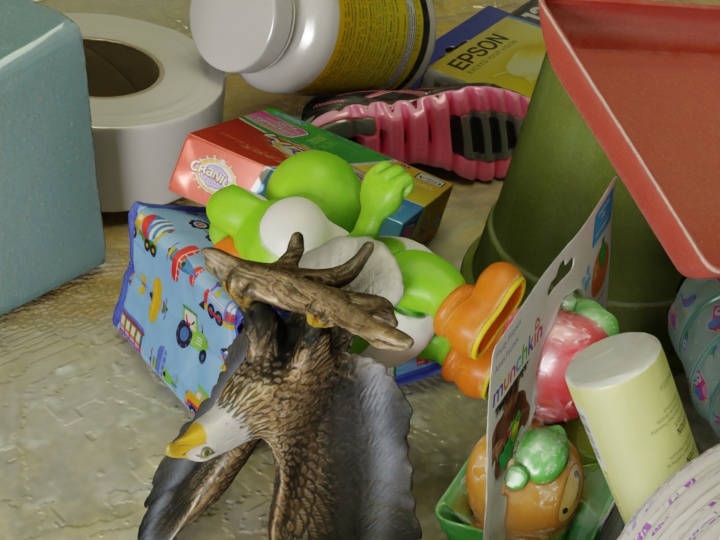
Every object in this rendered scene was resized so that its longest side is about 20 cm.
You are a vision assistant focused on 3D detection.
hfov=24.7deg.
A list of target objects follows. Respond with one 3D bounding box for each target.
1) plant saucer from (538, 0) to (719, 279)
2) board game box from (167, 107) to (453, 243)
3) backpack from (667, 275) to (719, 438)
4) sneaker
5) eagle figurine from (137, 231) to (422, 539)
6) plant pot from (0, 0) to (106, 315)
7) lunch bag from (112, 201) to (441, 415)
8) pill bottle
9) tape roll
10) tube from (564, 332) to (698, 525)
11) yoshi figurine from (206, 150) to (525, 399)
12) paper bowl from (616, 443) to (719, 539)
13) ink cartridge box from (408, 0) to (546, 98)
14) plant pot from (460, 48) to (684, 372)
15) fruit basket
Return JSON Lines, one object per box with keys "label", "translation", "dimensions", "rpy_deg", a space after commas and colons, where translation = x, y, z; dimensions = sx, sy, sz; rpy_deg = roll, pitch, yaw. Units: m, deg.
{"label": "plant saucer", "translation": [0.208, -0.072, 0.940], "dimensions": [0.198, 0.037, 0.201], "rpy_deg": [-3, 55, -37]}
{"label": "board game box", "translation": [-0.027, -0.056, 1.115], "dimensions": [0.152, 0.041, 0.200], "rpy_deg": [23, 14, 7]}
{"label": "backpack", "translation": [0.294, 0.035, 1.014], "dimensions": [0.198, 0.168, 0.127], "rpy_deg": [-7, 41, -6]}
{"label": "sneaker", "translation": [0.044, -0.116, 1.277], "dimensions": [0.198, 0.080, 0.095], "rpy_deg": [-3, 24, -14]}
{"label": "eagle figurine", "translation": [-0.046, 0.085, 0.863], "dimensions": [0.149, 0.202, 0.152], "rpy_deg": [-3, 31, -13]}
{"label": "plant pot", "translation": [-0.308, -0.066, 1.061], "dimensions": [0.195, 0.198, 0.200], "rpy_deg": [26, 45, 27]}
{"label": "lunch bag", "translation": [-0.036, 0.024, 1.062], "dimensions": [0.199, 0.095, 0.150], "rpy_deg": [-5, 31, -35]}
{"label": "pill bottle", "translation": [-0.037, -0.193, 1.281], "dimensions": [0.112, 0.113, 0.199], "rpy_deg": [29, 19, 31]}
{"label": "tape roll", "translation": [-0.203, -0.123, 1.237], "dimensions": [0.200, 0.071, 0.203], "rpy_deg": [7, 32, -4]}
{"label": "tube", "translation": [0.161, 0.128, 0.838], "dimensions": [0.058, 0.201, 0.052], "rpy_deg": [-28, 21, -14]}
{"label": "yoshi figurine", "translation": [0.008, -0.013, 0.952], "dimensions": [0.199, 0.113, 0.112], "rpy_deg": [26, 15, 21]}
{"label": "paper bowl", "translation": [0.202, 0.165, 0.770], "dimensions": [0.199, 0.203, 0.104], "rpy_deg": [-5, 20, -14]}
{"label": "ink cartridge box", "translation": [0.144, -0.178, 1.395], "dimensions": [0.199, 0.047, 0.197], "rpy_deg": [27, 41, 25]}
{"label": "plant pot", "translation": [0.174, -0.064, 1.106], "dimensions": [0.198, 0.191, 0.201], "rpy_deg": [3, 34, -2]}
{"label": "fruit basket", "translation": [0.109, 0.078, 0.883], "dimensions": [0.093, 0.201, 0.185], "rpy_deg": [18, 36, 19]}
